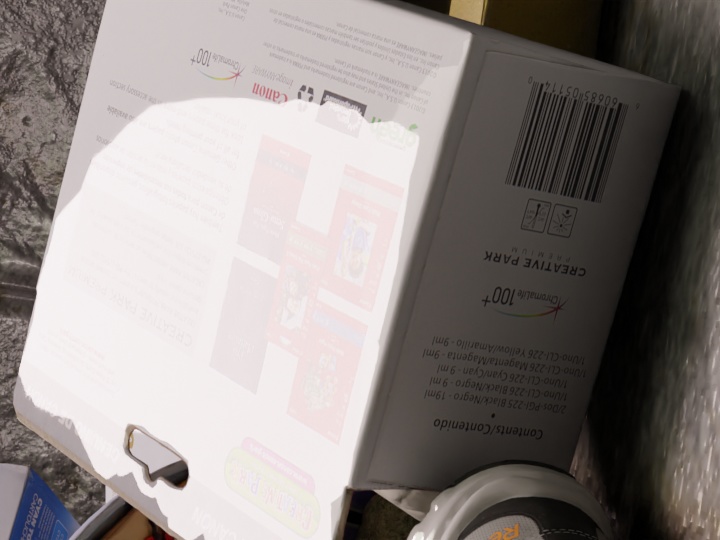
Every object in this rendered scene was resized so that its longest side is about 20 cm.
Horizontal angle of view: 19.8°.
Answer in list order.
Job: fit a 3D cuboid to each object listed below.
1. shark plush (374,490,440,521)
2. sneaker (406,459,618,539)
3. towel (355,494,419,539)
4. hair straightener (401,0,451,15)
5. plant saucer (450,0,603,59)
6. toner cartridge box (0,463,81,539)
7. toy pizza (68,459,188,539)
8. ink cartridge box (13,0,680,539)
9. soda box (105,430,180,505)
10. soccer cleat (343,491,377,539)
[{"bbox_3d":[0.042,0.057,0.776,0.083,0.091,0.200,-57,-11,-5],"label":"shark plush"},{"bbox_3d":[0.028,0.155,0.552,0.079,0.074,0.201,-128,47,-75],"label":"sneaker"},{"bbox_3d":[0.002,0.206,0.894,0.148,0.036,0.201,-91,11,-64],"label":"towel"},{"bbox_3d":[0.027,-0.125,0.736,0.077,0.041,0.201,-97,22,-70],"label":"hair straightener"},{"bbox_3d":[0.051,-0.065,0.784,0.200,0.048,0.201,130,149,-79],"label":"plant saucer"},{"bbox_3d":[-0.154,0.184,0.800,0.095,0.043,0.200,66,-150,-54],"label":"toner cartridge box"},{"bbox_3d":[-0.069,0.172,0.822,0.200,0.032,0.201,-20,-63,-46],"label":"toy pizza"},{"bbox_3d":[-0.016,-0.002,0.657,0.200,0.084,0.176,27,104,51],"label":"ink cartridge box"},{"bbox_3d":[-0.066,0.153,0.898,0.064,0.068,0.201,16,112,43],"label":"soda box"},{"bbox_3d":[-0.015,0.133,0.969,0.067,0.076,0.200,-103,20,-48],"label":"soccer cleat"}]
